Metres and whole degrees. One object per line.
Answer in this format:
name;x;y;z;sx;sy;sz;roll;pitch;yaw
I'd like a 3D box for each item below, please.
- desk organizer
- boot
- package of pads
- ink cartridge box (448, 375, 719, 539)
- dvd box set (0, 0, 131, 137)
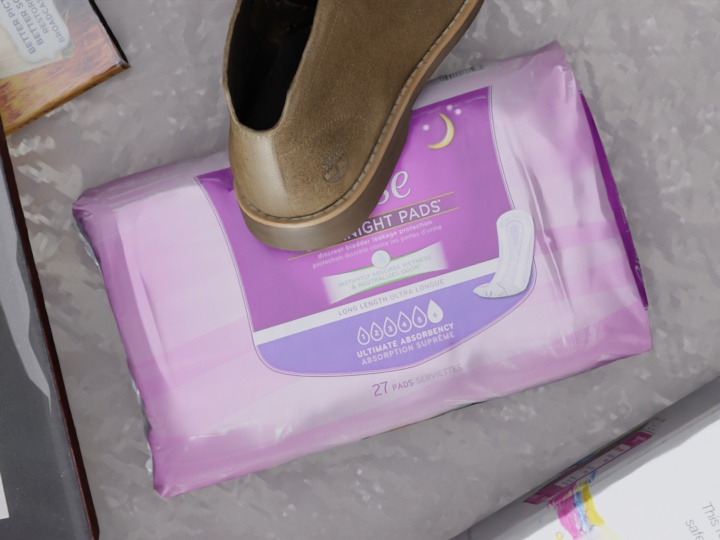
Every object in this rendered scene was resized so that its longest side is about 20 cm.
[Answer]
desk organizer;-0.149;0.024;1.106;0.071;0.077;0.201;-12;102;-2
boot;-0.001;-0.109;1.080;0.073;0.076;0.201;5;56;20
package of pads;0.000;0.000;1.121;0.199;0.076;0.121;-17;91;2
ink cartridge box;0.118;0.137;1.119;0.200;0.085;0.145;-31;91;3
dvd box set;-0.209;-0.092;1.145;0.200;0.029;0.147;-29;91;2
